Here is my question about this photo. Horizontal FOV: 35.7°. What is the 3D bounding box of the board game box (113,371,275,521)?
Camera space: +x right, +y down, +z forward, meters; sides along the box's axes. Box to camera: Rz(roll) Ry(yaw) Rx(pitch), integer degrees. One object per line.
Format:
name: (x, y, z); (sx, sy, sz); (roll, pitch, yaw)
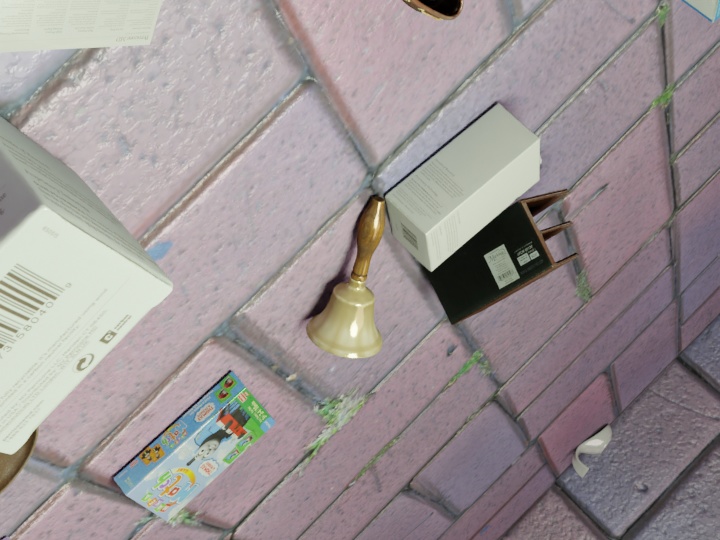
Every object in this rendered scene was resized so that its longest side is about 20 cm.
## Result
board game box: (-0.213, 0.235, 1.471); (0.200, 0.037, 0.152); (-41, 154, -8)

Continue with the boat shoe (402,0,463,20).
boat shoe: (0.045, -0.299, 1.056); (0.071, 0.070, 0.200); (-49, 153, 11)

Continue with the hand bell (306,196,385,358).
hand bell: (0.000, 0.000, 1.421); (0.104, 0.104, 0.202); (-17, 130, -45)

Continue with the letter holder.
letter holder: (0.213, -0.021, 1.583); (0.141, 0.101, 0.199); (-17, 168, -47)

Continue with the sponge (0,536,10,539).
sponge: (-0.477, 0.408, 1.335); (0.111, 0.030, 0.201); (-19, 144, -43)

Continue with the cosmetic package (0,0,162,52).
cosmetic package: (-0.233, -0.204, 0.800); (0.199, 0.051, 0.083); (-15, 139, -46)

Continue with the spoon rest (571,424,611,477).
spoon rest: (0.636, 0.489, 3.080); (0.200, 0.060, 0.100); (-36, 157, -49)

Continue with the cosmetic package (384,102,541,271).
cosmetic package: (0.136, -0.106, 1.445); (0.200, 0.085, 0.108); (-40, 154, -14)

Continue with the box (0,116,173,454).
box: (-0.297, 0.002, 0.861); (0.199, 0.171, 0.200); (-45, 155, 0)

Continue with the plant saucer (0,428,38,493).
plant saucer: (-0.416, 0.189, 1.106); (0.200, 0.037, 0.201); (-36, 153, -22)

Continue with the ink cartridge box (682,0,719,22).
ink cartridge box: (0.451, -0.443, 1.361); (0.200, 0.147, 0.145); (-41, 154, -8)
